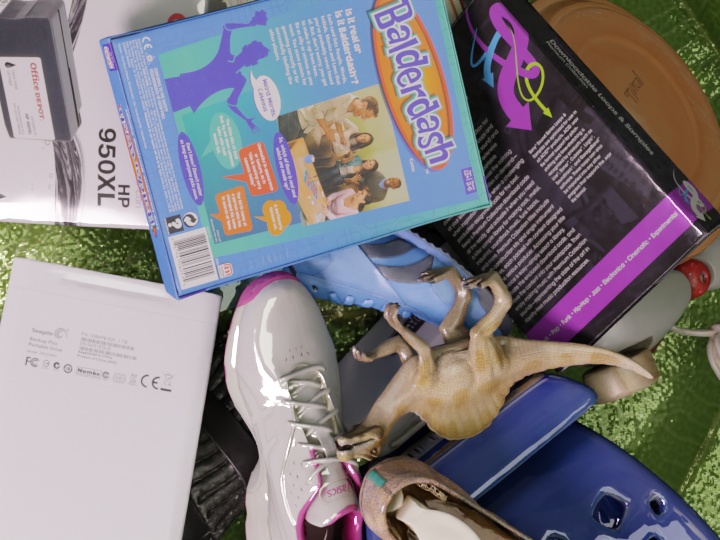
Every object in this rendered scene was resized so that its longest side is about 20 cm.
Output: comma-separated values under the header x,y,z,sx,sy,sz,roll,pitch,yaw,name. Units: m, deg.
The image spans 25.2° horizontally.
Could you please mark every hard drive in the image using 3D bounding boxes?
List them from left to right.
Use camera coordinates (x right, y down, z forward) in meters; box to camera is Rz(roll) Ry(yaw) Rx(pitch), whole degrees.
x,y,z,sx,sy,sz,roll,pitch,yaw,name
-0.165,0.103,0.979,0.130,0.027,0.202,11,75,-9,hard drive

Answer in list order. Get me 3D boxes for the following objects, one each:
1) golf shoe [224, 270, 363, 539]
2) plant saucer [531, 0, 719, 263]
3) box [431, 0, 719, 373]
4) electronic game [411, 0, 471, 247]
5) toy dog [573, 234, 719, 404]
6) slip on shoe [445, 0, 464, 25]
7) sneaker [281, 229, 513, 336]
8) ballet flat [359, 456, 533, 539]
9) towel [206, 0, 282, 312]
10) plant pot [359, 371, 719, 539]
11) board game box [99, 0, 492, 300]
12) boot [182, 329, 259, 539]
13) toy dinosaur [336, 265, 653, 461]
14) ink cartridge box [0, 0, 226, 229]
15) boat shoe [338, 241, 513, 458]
x,y,z,sx,sy,sz,roll,pitch,yaw,name
-0.029,0.100,0.971,0.075,0.091,0.202,-17,111,-29,golf shoe
0.176,-0.099,1.073,0.199,0.032,0.202,20,54,-30,plant saucer
0.106,-0.058,0.989,0.200,0.143,0.036,50,38,9,box
0.071,-0.083,1.101,0.198,0.042,0.202,-4,104,-16,electronic game
0.182,0.027,1.106,0.199,0.096,0.133,3,76,-42,toy dog
0.038,-0.239,1.047,0.061,0.074,0.202,-11,77,-19,slip on shoe
0.000,0.000,1.008,0.199,0.066,0.079,34,81,0,sneaker
0.083,0.180,0.928,0.199,0.067,0.068,32,83,-3,ballet flat
-0.068,-0.080,1.045,0.145,0.022,0.202,-12,97,-4,towel
0.098,0.177,1.058,0.199,0.200,0.180,-37,95,-8,plant pot
-0.035,-0.085,0.937,0.198,0.045,0.154,-16,100,-14,board game box
-0.141,0.087,1.042,0.211,0.079,0.158,42,73,1,boot
0.068,0.050,0.965,0.198,0.058,0.102,-18,107,-11,toy dinosaur
-0.186,-0.103,0.985,0.198,0.084,0.146,3,98,1,ink cartridge box
0.061,0.044,1.074,0.200,0.072,0.066,-48,137,-9,boat shoe
